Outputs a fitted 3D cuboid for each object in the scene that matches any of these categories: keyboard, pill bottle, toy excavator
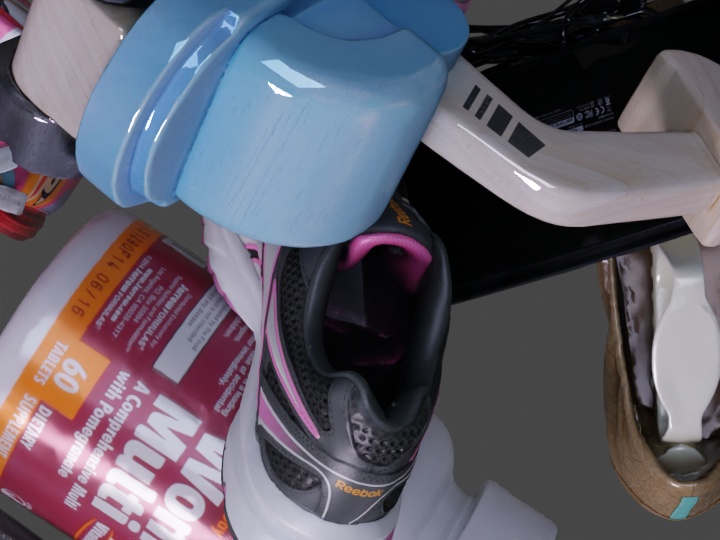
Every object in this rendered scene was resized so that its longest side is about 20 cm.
[{"bbox_3d":[0.084,-0.052,0.873,0.199,0.040,0.105,-17,75,34],"label":"keyboard"},{"bbox_3d":[-0.036,0.074,0.872,0.199,0.110,0.110,33,89,2],"label":"pill bottle"},{"bbox_3d":[0.011,-0.053,0.762,0.200,0.194,0.100,42,133,13],"label":"toy excavator"}]

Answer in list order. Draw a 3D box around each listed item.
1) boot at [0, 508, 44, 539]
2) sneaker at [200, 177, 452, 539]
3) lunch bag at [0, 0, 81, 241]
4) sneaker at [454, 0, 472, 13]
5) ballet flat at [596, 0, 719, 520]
[{"bbox_3d":[-0.089,0.188,0.883,0.199,0.073,0.183,22,119,12],"label":"boot"},{"bbox_3d":[0.000,0.000,0.816,0.080,0.086,0.201,10,49,-22],"label":"sneaker"},{"bbox_3d":[-0.177,-0.096,0.845,0.200,0.176,0.082,38,88,2],"label":"lunch bag"},{"bbox_3d":[-0.015,-0.168,0.889,0.082,0.070,0.201,-17,95,32],"label":"sneaker"},{"bbox_3d":[0.114,-0.009,0.893,0.067,0.072,0.201,-1,88,-1],"label":"ballet flat"}]
